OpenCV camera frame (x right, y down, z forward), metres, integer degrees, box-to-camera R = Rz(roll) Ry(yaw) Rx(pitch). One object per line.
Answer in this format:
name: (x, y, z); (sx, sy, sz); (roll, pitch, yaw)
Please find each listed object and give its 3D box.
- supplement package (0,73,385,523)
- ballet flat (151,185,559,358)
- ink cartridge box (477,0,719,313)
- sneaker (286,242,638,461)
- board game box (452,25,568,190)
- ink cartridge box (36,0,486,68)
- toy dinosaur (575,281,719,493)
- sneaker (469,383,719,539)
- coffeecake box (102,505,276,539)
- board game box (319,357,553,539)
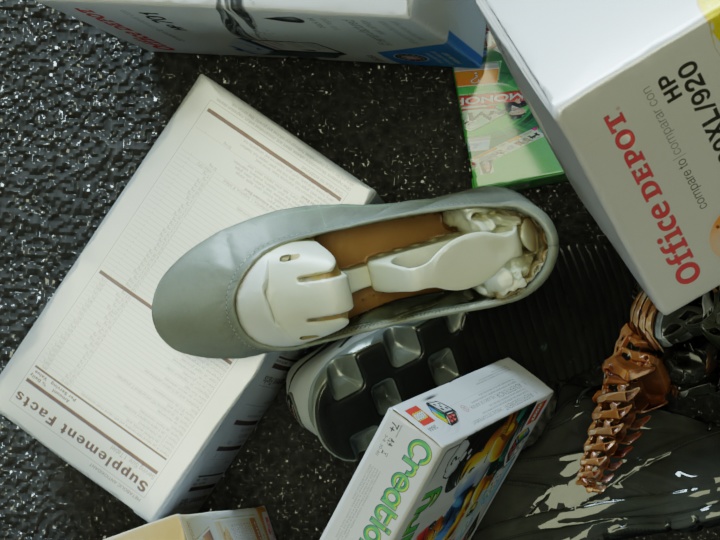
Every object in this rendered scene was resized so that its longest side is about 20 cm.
supplement package: (-0.086, 0.018, 0.954); (0.113, 0.110, 0.201); (35, 90, 9)
ballet flat: (0.000, 0.000, 0.866); (0.199, 0.064, 0.068); (-13, 104, -13)
ink cartridge box: (0.176, -0.112, 0.852); (0.199, 0.147, 0.145); (-30, 40, 5)
sneaker: (0.049, 0.030, 0.957); (0.199, 0.088, 0.075); (-19, 107, -18)
board game box: (0.147, -0.124, 0.978); (0.199, 0.029, 0.136); (-10, 84, 6)
ink cartridge box: (-0.045, -0.160, 0.933); (0.199, 0.146, 0.086); (4, 88, 19)
toy dinosaur: (0.181, 0.037, 0.908); (0.135, 0.102, 0.201); (21, 78, 46)
sneaker: (0.142, 0.096, 0.937); (0.199, 0.076, 0.091); (-15, 78, 5)
coffeecake box: (-0.124, 0.175, 0.899); (0.153, 0.200, 0.073); (-21, 82, 6)
board game box: (0.013, 0.142, 0.886); (0.035, 0.126, 0.201); (35, 113, 20)
